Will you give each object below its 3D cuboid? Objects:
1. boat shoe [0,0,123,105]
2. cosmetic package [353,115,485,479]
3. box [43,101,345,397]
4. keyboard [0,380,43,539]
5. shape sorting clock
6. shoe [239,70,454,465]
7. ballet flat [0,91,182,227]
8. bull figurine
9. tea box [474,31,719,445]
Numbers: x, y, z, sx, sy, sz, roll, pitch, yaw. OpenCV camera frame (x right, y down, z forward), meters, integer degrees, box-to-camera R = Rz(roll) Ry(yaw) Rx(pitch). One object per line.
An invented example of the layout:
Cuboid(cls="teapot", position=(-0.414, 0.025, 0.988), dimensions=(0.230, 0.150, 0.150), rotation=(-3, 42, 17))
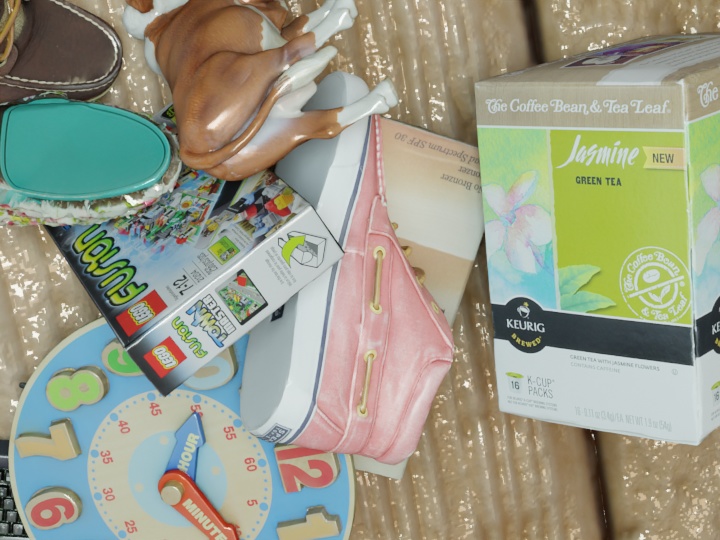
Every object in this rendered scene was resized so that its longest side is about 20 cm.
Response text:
Cuboid(cls="boat shoe", position=(-0.204, -0.126, 0.702), dimensions=(0.200, 0.072, 0.072), rotation=(12, 82, -37))
Cuboid(cls="cosmetic package", position=(-0.001, 0.009, 0.814), dimensions=(0.103, 0.087, 0.200), rotation=(14, 97, -20))
Cuboid(cls="box", position=(-0.097, -0.021, 0.714), dimensions=(0.110, 0.200, 0.035), rotation=(-38, 123, -8))
Cuboid(cls="keyboard", position=(-0.157, 0.118, 0.799), dimensions=(0.200, 0.021, 0.127), rotation=(5, 103, -8))
Cuboid(cls="shape sorting clock", position=(-0.101, 0.116, 0.759), dimensions=(0.200, 0.039, 0.200), rotation=(2, 104, 6))
Cuboid(cls="shoe", position=(0.000, 0.000, 0.724), dimensions=(0.091, 0.071, 0.200), rotation=(18, 71, -28))
Cuboid(cls="ballet flat", position=(-0.186, -0.052, 0.725), dimensions=(0.200, 0.064, 0.076), rotation=(2, 67, 7))
Cuboid(cls="bull figurine", position=(-0.059, -0.116, 0.715), dimensions=(0.121, 0.200, 0.065), rotation=(-25, 130, 3))
Cuboid(cls="tea box", position=(0.180, -0.031, 0.800), dimensions=(0.200, 0.134, 0.197), rotation=(-23, 111, -47))
